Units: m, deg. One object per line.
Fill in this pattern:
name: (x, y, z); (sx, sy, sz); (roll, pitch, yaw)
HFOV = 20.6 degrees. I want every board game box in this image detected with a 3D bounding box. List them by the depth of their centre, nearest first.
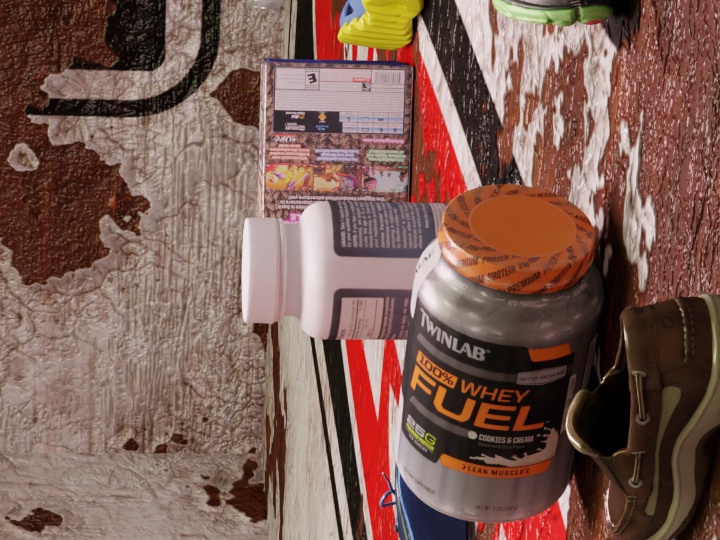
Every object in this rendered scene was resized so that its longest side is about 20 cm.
board game box: (-0.029, -0.127, 2.149); (0.097, 0.159, 0.201); (-123, 35, -80)

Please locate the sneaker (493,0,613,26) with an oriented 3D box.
sneaker: (0.118, -0.220, 1.262); (0.200, 0.077, 0.084); (-99, 8, -51)

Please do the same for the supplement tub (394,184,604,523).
supplement tub: (0.089, 0.053, 1.276); (0.123, 0.122, 0.200); (-99, 11, -55)

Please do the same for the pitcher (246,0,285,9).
pitcher: (-0.174, -0.614, 3.692); (0.172, 0.121, 0.200); (-75, -17, -44)

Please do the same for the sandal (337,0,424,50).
sandal: (0.026, -0.291, 2.090); (0.200, 0.079, 0.087); (139, 136, -70)

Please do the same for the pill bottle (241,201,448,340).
pill bottle: (0.000, 0.000, 1.705); (0.120, 0.199, 0.120); (-179, 90, -83)

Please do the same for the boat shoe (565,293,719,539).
boat shoe: (0.141, 0.076, 1.025); (0.203, 0.075, 0.075); (99, 169, -51)

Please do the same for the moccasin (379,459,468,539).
moccasin: (0.053, 0.219, 1.726); (0.068, 0.080, 0.201); (143, 129, -67)
